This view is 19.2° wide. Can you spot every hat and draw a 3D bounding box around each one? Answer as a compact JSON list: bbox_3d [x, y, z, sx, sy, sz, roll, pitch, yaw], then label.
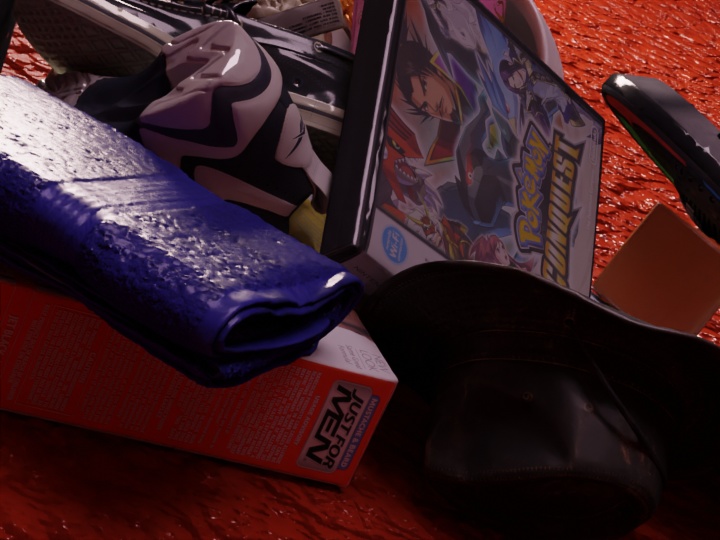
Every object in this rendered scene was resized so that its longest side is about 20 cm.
[{"bbox_3d":[0.084,0.080,0.995,0.200,0.201,0.081,23,63,-8],"label":"hat"}]

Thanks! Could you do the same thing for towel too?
[{"bbox_3d":[-0.109,-0.018,0.901,0.199,0.050,0.148,31,14,17],"label":"towel"}]

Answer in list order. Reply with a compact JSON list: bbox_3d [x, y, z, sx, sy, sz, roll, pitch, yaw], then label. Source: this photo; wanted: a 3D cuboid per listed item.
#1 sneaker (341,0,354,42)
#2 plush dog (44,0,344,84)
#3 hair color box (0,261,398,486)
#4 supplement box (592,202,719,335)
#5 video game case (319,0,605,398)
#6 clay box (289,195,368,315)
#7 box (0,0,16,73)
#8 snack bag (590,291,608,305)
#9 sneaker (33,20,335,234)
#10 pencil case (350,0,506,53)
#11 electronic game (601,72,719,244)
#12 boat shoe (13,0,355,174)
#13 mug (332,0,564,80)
[{"bbox_3d":[0.060,-0.103,1.247,0.201,0.077,0.078,57,0,14],"label":"sneaker"},{"bbox_3d":[-0.065,-0.124,1.208,0.160,0.200,0.172,35,16,3],"label":"plush dog"},{"bbox_3d":[-0.095,0.025,0.959,0.199,0.064,0.111,17,21,-28],"label":"hair color box"},{"bbox_3d":[0.185,0.006,1.269,0.069,0.067,0.200,39,5,10],"label":"supplement box"},{"bbox_3d":[0.059,-0.045,1.088,0.181,0.025,0.201,38,47,-35],"label":"video game case"},{"bbox_3d":[0.000,0.000,1.166,0.199,0.048,0.115,5,30,-44],"label":"clay box"},{"bbox_3d":[-0.232,-0.118,1.015,0.106,0.123,0.200,22,31,-3],"label":"box"},{"bbox_3d":[0.174,0.064,1.195,0.200,0.021,0.189,35,7,-42],"label":"snack bag"},{"bbox_3d":[-0.097,-0.040,1.053,0.130,0.198,0.080,49,37,-31],"label":"sneaker"},{"bbox_3d":[0.033,-0.128,1.181,0.086,0.201,0.083,-13,-27,35],"label":"pencil case"},{"bbox_3d":[0.210,-0.038,1.223,0.200,0.042,0.200,46,4,-4],"label":"electronic game"},{"bbox_3d":[-0.078,-0.107,1.075,0.199,0.075,0.063,20,61,-10],"label":"boat shoe"},{"bbox_3d":[0.075,-0.094,1.371,0.200,0.147,0.175,54,5,14],"label":"mug"}]
